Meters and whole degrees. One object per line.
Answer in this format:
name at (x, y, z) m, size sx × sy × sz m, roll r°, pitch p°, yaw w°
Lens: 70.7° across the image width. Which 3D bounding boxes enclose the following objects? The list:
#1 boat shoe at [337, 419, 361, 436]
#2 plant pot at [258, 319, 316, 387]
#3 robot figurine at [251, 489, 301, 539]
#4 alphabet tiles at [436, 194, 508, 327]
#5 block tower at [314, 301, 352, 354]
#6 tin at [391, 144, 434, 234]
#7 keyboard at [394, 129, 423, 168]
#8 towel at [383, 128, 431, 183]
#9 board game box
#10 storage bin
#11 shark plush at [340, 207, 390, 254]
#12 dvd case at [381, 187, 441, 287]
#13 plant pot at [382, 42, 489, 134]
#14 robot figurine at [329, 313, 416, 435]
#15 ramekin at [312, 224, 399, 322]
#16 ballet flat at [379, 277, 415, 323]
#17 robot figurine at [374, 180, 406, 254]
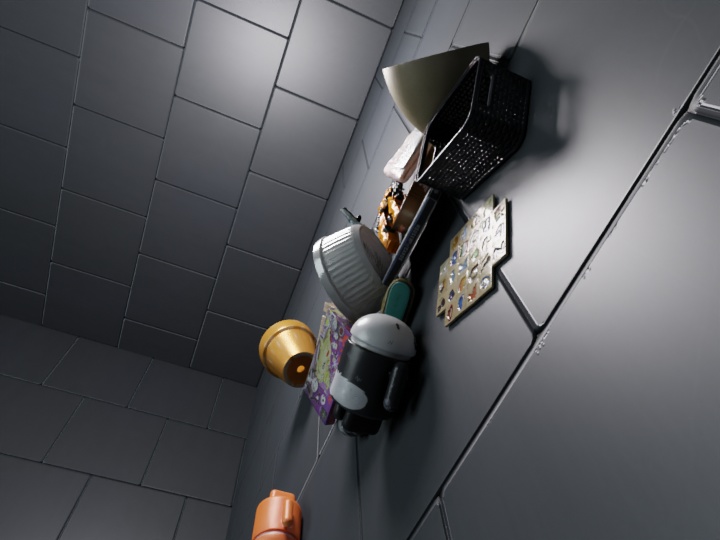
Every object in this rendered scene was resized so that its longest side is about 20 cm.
boat shoe at (-0.004, 0.229, 1.024) m, size 0.068 × 0.073 × 0.201 m, roll -33°, pitch 42°, yaw 61°
plant pot at (-0.222, 0.291, 1.690) m, size 0.183 × 0.198 × 0.202 m, roll 36°, pitch 107°, yaw 62°
robot figurine at (-0.199, 0.627, 1.208) m, size 0.143 × 0.117 × 0.200 m, roll -27°, pitch 24°, yaw 9°
alphabet tiles at (0.166, -0.013, 0.772) m, size 0.200 × 0.006 × 0.168 m, roll 125°, pitch 159°, yaw -54°
block tower at (-0.062, 0.166, 1.118) m, size 0.058 × 0.053 × 0.202 m, roll 20°, pitch 100°, yaw 63°
tin at (0.119, -0.165, 1.044) m, size 0.201 × 0.042 × 0.112 m, roll -64°, pitch 2°, yaw -19°
keyboard at (0.139, -0.316, 1.131) m, size 0.201 × 0.011 × 0.056 m, roll -58°, pitch 17°, yaw 3°
towel at (0.129, -0.299, 1.211) m, size 0.192 × 0.032 × 0.200 m, roll -55°, pitch 14°, yaw 8°
board game box at (-0.059, 0.193, 1.029) m, size 0.120 × 0.032 × 0.202 m, roll 39°, pitch 117°, yaw 48°
storage bin at (0.178, -0.225, 0.832) m, size 0.200 × 0.093 × 0.137 m, roll 135°, pitch 152°, yaw -63°
shark plush at (0.002, -0.080, 1.274) m, size 0.091 × 0.083 × 0.202 m, roll -38°, pitch 68°, yaw 57°
dvd case at (0.108, -0.079, 0.989) m, size 0.201 × 0.025 × 0.151 m, roll -63°, pitch -4°, yaw 32°
plant pot at (0.152, -0.336, 0.963) m, size 0.200 × 0.198 × 0.136 m, roll -111°, pitch 7°, yaw -72°
robot figurine at (0.023, 0.175, 0.870) m, size 0.125 × 0.149 × 0.202 m, roll 12°, pitch -83°, yaw -65°
ramekin at (0.000, 0.000, 1.067) m, size 0.104 × 0.201 × 0.201 m, roll -29°, pitch 29°, yaw 19°
ballet flat at (0.057, 0.110, 0.971) m, size 0.071 × 0.070 × 0.202 m, roll -130°, pitch 59°, yaw -76°
robot figurine at (0.081, -0.129, 1.211) m, size 0.201 × 0.058 × 0.146 m, roll -93°, pitch 24°, yaw -58°
